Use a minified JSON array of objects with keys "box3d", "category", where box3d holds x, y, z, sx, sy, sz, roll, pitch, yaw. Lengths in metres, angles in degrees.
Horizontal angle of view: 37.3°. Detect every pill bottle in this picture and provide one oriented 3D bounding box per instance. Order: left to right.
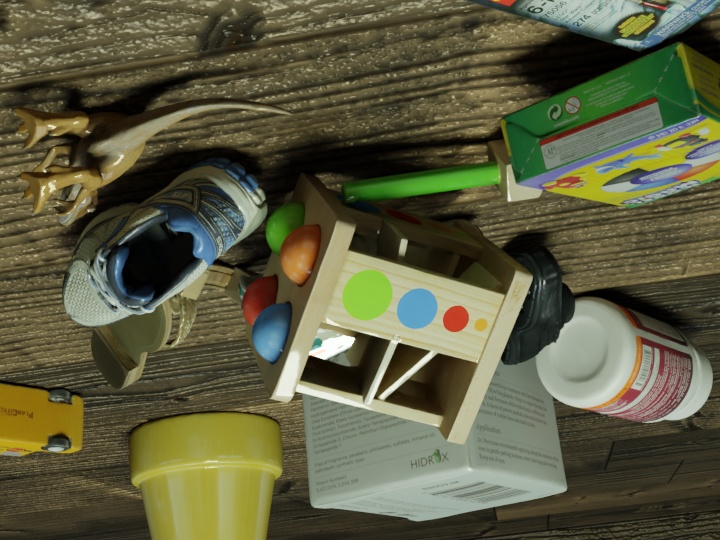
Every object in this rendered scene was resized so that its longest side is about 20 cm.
[{"box3d":[0.277,0.098,1.098,0.109,0.110,0.200,-23,152,37],"category":"pill bottle"}]

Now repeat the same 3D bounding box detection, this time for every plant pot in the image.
[{"box3d":[-0.195,0.298,1.376,0.200,0.189,0.201,-6,158,-2],"category":"plant pot"}]

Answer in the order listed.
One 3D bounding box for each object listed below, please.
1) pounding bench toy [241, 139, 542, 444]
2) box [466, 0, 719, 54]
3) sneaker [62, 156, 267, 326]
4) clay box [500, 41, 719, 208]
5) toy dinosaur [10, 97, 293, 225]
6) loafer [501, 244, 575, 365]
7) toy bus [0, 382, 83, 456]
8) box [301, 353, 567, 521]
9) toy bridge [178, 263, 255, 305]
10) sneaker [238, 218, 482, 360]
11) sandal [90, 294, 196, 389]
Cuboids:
[{"box3d":[0.018,-0.013,0.721,0.156,0.200,0.124,16,-167,-19],"category":"pounding bench toy"},{"box3d":[0.149,-0.176,0.476,0.137,0.040,0.200,8,155,-29],"category":"box"},{"box3d":[-0.156,-0.007,0.735,0.200,0.085,0.077,-33,105,37],"category":"sneaker"},{"box3d":[0.187,-0.081,0.667,0.115,0.048,0.200,-20,166,34],"category":"clay box"},{"box3d":[-0.149,-0.079,0.646,0.200,0.061,0.106,-20,179,44],"category":"toy dinosaur"},{"box3d":[0.158,0.027,0.962,0.070,0.068,0.201,-23,157,-8],"category":"loafer"},{"box3d":[-0.397,0.158,1.138,0.078,0.065,0.200,-23,153,37],"category":"toy bus"},{"box3d":[0.073,0.153,1.100,0.200,0.172,0.199,-19,155,32],"category":"box"},{"box3d":[-0.088,0.020,0.881,0.200,0.027,0.067,22,-175,-45],"category":"toy bridge"},{"box3d":[-0.001,0.000,0.819,0.199,0.070,0.094,-25,129,0],"category":"sneaker"},{"box3d":[-0.176,0.035,0.912,0.070,0.078,0.212,-32,171,-33],"category":"sandal"}]
